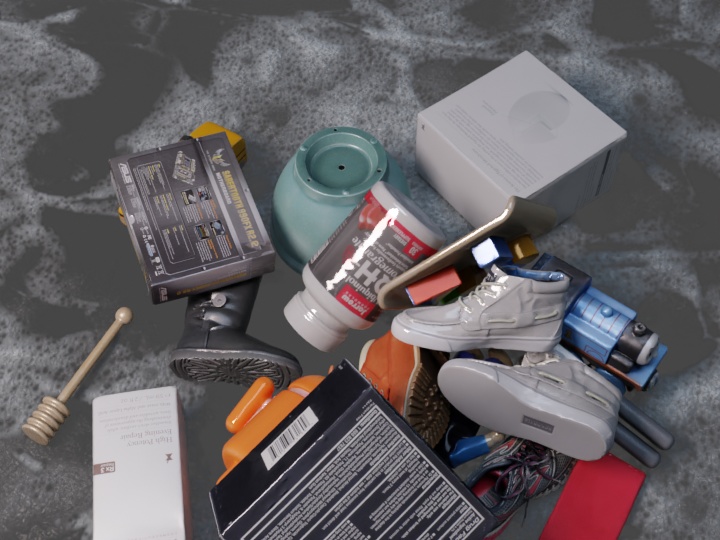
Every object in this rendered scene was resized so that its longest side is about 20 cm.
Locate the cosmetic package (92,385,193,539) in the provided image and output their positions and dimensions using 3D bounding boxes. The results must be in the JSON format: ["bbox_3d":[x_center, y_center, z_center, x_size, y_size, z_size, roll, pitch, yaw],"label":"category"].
[{"bbox_3d":[-0.242,0.237,1.116,0.101,0.074,0.201,-9,54,-5],"label":"cosmetic package"}]

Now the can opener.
[{"bbox_3d":[0.275,0.152,1.179,0.200,0.066,0.053,38,87,15],"label":"can opener"}]

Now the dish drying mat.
[{"bbox_3d":[0.244,0.287,1.107,0.077,0.018,0.200,29,58,11],"label":"dish drying mat"}]

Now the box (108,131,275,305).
[{"bbox_3d":[-0.213,-0.070,1.257,0.158,0.048,0.201,-16,63,-18],"label":"box"}]

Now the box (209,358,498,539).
[{"bbox_3d":[-0.010,0.235,0.998,0.200,0.123,0.199,-43,105,-4],"label":"box"}]

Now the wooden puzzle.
[{"bbox_3d":[0.135,-0.007,1.179,0.200,0.185,0.046,-37,74,21],"label":"wooden puzzle"}]

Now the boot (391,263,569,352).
[{"bbox_3d":[0.136,0.035,1.127,0.199,0.096,0.074,1,23,-13],"label":"boot"}]

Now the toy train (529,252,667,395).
[{"bbox_3d":[0.271,0.070,1.202,0.199,0.115,0.087,33,62,22],"label":"toy train"}]

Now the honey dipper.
[{"bbox_3d":[-0.337,0.120,1.221,0.038,0.038,0.201,20,56,14],"label":"honey dipper"}]

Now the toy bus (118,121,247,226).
[{"bbox_3d":[-0.238,-0.117,1.361,0.065,0.078,0.200,27,59,17],"label":"toy bus"}]

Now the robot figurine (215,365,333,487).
[{"bbox_3d":[-0.073,0.195,1.115,0.200,0.117,0.143,-41,38,-26],"label":"robot figurine"}]

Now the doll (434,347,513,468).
[{"bbox_3d":[0.109,0.174,1.166,0.136,0.049,0.200,14,56,32],"label":"doll"}]

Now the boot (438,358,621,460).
[{"bbox_3d":[0.191,0.134,1.120,0.199,0.074,0.096,24,40,10],"label":"boot"}]

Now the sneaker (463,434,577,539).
[{"bbox_3d":[0.179,0.224,1.119,0.080,0.075,0.200,37,62,23],"label":"sneaker"}]

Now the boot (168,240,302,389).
[{"bbox_3d":[-0.140,0.045,1.261,0.164,0.066,0.201,7,51,3],"label":"boot"}]

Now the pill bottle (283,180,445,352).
[{"bbox_3d":[0.000,0.000,1.214,0.200,0.111,0.111,-49,61,12],"label":"pill bottle"}]

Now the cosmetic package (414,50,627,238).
[{"bbox_3d":[0.210,-0.159,1.359,0.199,0.123,0.199,-31,60,-21],"label":"cosmetic package"}]

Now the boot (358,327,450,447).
[{"bbox_3d":[0.044,0.138,1.161,0.107,0.075,0.201,-22,33,23],"label":"boot"}]

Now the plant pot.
[{"bbox_3d":[-0.024,-0.101,1.315,0.199,0.135,0.201,-1,54,1],"label":"plant pot"}]
